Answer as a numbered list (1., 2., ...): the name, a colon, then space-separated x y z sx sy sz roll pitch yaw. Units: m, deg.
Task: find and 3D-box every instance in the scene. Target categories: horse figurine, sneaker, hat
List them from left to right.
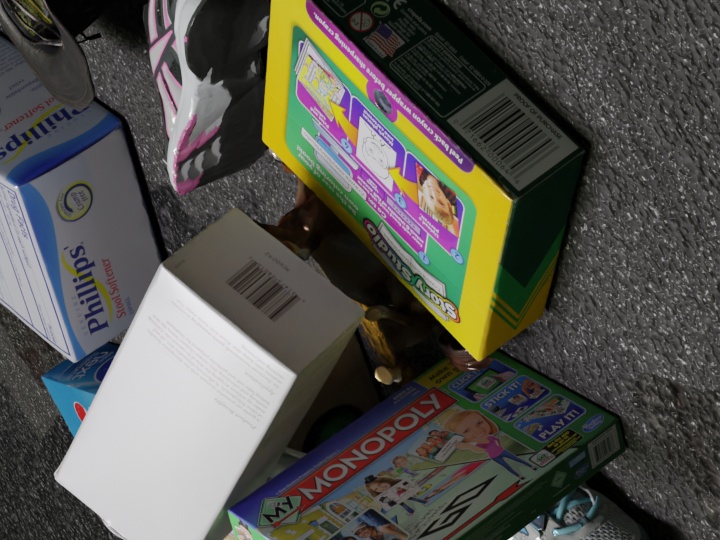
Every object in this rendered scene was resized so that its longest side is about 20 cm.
1. hat: -0.207 -0.207 1.609 0.201 0.081 0.201 51 164 21
2. sneaker: -0.099 -0.137 1.520 0.087 0.080 0.201 55 152 30
3. horse figurine: 0.000 0.000 1.470 0.200 0.132 0.050 40 114 7
4. sneaker: 0.101 0.140 1.481 0.200 0.077 0.087 24 139 50

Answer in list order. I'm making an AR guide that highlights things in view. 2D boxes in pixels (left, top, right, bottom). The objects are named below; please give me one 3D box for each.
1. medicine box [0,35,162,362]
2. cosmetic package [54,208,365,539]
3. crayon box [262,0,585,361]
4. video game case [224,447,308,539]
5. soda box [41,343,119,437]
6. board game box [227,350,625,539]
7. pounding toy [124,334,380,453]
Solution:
1. medicine box: -0.258 -0.061 1.868 0.200 0.103 0.183 34 149 39
2. cosmetic package: -0.093 0.076 1.429 0.107 0.085 0.200 39 131 8
3. crayon box: 0.030 -0.071 1.357 0.200 0.058 0.173 46 157 21
4. video game case: -0.020 0.176 1.580 0.181 0.023 0.200 17 152 16
5. soda box: -0.192 0.112 2.023 0.200 0.064 0.068 9 130 59
6. board game box: 0.039 0.125 1.419 0.134 0.200 0.029 29 144 45
7. pounding toy: -0.072 0.109 1.686 0.200 0.142 0.185 25 143 49
